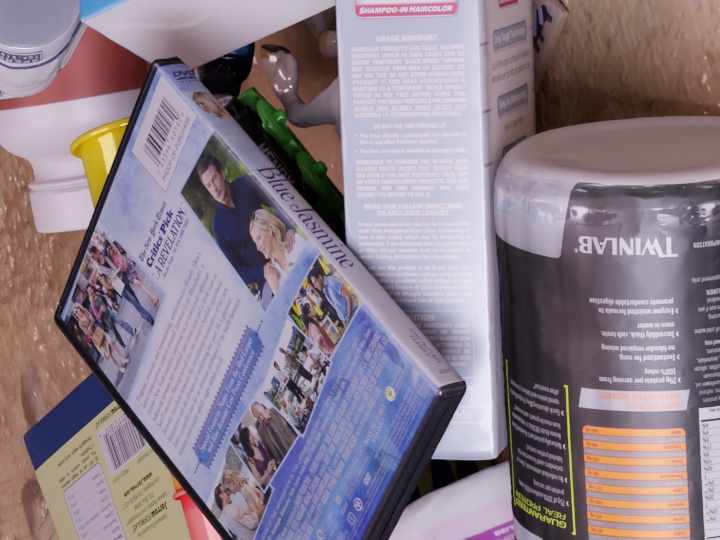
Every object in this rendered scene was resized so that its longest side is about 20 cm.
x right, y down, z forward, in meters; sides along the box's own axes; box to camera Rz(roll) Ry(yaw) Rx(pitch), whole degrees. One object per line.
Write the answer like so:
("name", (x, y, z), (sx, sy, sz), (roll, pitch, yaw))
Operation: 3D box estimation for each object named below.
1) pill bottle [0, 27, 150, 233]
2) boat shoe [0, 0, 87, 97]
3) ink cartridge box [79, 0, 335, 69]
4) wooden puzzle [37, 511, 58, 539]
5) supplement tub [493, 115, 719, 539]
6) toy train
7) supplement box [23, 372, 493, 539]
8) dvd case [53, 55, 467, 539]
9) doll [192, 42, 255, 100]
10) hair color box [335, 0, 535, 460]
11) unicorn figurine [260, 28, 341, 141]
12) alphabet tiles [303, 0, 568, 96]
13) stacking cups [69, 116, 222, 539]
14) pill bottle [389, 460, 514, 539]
("pill bottle", (-0.143, -0.125, 1.322), (0.112, 0.112, 0.201), (1, 103, 57))
("boat shoe", (-0.136, -0.170, 1.227), (0.086, 0.074, 0.203), (107, 176, -65))
("ink cartridge box", (-0.062, -0.201, 1.119), (0.116, 0.067, 0.201), (-21, 60, 31))
("wooden puzzle", (-0.119, 0.189, 1.480), (0.186, 0.037, 0.200), (62, 149, 21))
("supplement tub", (0.115, 0.049, 0.979), (0.122, 0.122, 0.201), (17, 116, 54))
("toy train", (0.000, 0.000, 1.135), (0.042, 0.056, 0.200), (-34, 103, 15))
("supplement box", (-0.040, 0.126, 1.234), (0.200, 0.134, 0.201), (-39, 69, 54))
("dvd case", (-0.047, 0.031, 1.025), (0.200, 0.017, 0.143), (48, 131, 30))
("doll", (-0.073, -0.128, 1.203), (0.137, 0.048, 0.201), (122, 150, -49))
("hair color box", (0.033, -0.034, 1.021), (0.060, 0.099, 0.202), (0, 99, 15))
("unicorn figurine", (0.017, -0.090, 1.111), (0.137, 0.073, 0.201), (43, 138, 47))
("alphabet tiles", (0.035, -0.141, 1.139), (0.167, 0.008, 0.201), (54, 142, 32))
("stacking cups", (-0.076, 0.035, 1.112), (0.060, 0.060, 0.201), (-24, 77, 57))
("pill bottle", (0.087, 0.184, 1.084), (0.112, 0.112, 0.201), (-41, 67, 55))
